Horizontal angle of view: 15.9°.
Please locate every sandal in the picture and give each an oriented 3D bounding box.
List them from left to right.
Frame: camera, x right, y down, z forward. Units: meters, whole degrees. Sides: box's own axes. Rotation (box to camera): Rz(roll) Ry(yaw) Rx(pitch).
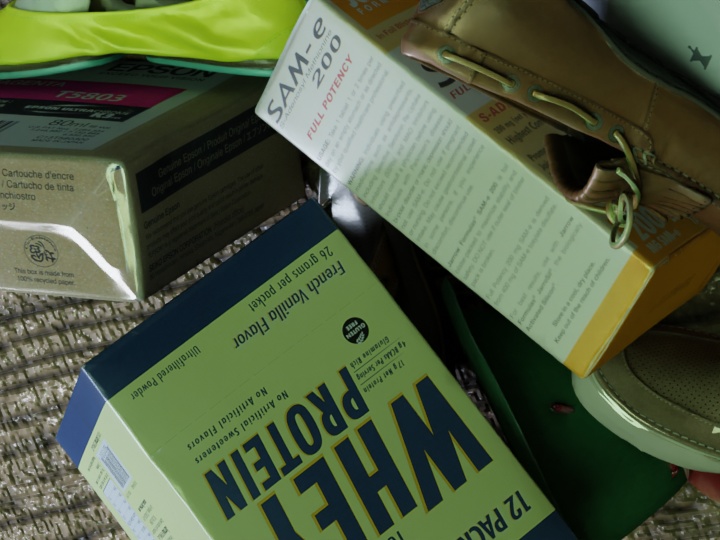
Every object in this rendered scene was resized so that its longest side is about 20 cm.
[{"bbox_3d":[0.000,0.000,1.286,0.082,0.054,0.201,24,129,44],"label":"sandal"}]

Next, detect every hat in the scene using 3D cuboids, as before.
[{"bbox_3d":[0.156,0.057,1.244,0.176,0.166,0.200,-25,119,3],"label":"hat"}]

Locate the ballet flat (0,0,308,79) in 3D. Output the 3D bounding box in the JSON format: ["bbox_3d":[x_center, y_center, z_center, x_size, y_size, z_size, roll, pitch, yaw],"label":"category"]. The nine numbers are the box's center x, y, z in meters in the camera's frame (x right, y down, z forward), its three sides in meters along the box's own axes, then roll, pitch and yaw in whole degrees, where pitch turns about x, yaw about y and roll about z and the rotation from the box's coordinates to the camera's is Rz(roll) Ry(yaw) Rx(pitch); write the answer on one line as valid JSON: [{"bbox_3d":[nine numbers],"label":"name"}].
[{"bbox_3d":[-0.114,-0.132,1.300,0.199,0.067,0.067,2,107,21],"label":"ballet flat"}]

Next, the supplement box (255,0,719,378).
[{"bbox_3d":[0.070,-0.057,1.179,0.200,0.126,0.074,39,125,15],"label":"supplement box"}]

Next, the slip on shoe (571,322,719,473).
[{"bbox_3d":[0.197,0.062,1.173,0.199,0.076,0.061,23,135,1],"label":"slip on shoe"}]

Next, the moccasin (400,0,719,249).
[{"bbox_3d":[0.102,-0.054,1.067,0.201,0.078,0.074,35,175,-29],"label":"moccasin"}]

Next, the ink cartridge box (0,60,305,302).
[{"bbox_3d":[-0.154,-0.051,1.295,0.199,0.165,0.075,4,113,27],"label":"ink cartridge box"}]

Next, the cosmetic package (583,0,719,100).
[{"bbox_3d":[0.167,-0.192,1.076,0.200,0.123,0.200,32,125,14],"label":"cosmetic package"}]

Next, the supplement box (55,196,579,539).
[{"bbox_3d":[-0.027,0.104,1.218,0.200,0.134,0.200,52,164,4],"label":"supplement box"}]
